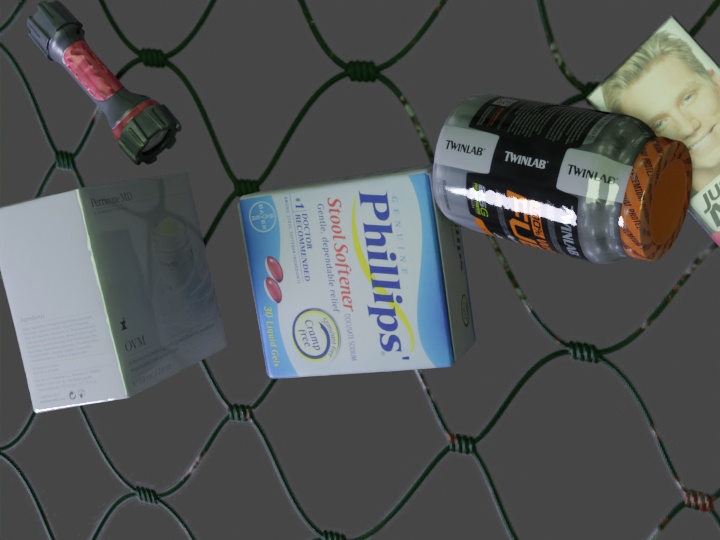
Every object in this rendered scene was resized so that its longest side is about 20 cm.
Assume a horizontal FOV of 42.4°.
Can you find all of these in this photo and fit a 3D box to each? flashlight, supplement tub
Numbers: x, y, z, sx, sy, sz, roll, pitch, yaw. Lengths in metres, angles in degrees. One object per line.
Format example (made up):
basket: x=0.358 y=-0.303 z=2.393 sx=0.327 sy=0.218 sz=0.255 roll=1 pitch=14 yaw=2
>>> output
flashlight: x=-0.280 y=-0.206 z=0.999 sx=0.068 sy=0.068 sz=0.200 roll=-44 pitch=84 yaw=22
supplement tub: x=0.169 y=-0.078 z=0.792 sx=0.198 sy=0.122 sz=0.125 roll=18 pitch=106 yaw=40

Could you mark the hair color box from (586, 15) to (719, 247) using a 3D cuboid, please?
hair color box: x=0.300 y=-0.111 z=0.806 sx=0.100 sy=0.060 sz=0.201 roll=-43 pitch=83 yaw=21

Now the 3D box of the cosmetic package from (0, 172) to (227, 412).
cosmetic package: x=-0.251 y=0.014 z=0.956 sx=0.121 sy=0.199 sz=0.203 roll=-11 pitch=96 yaw=22

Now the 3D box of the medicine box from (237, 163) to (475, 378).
medicine box: x=0.000 y=0.000 z=0.913 sx=0.197 sy=0.103 sz=0.186 roll=-6 pitch=97 yaw=22
